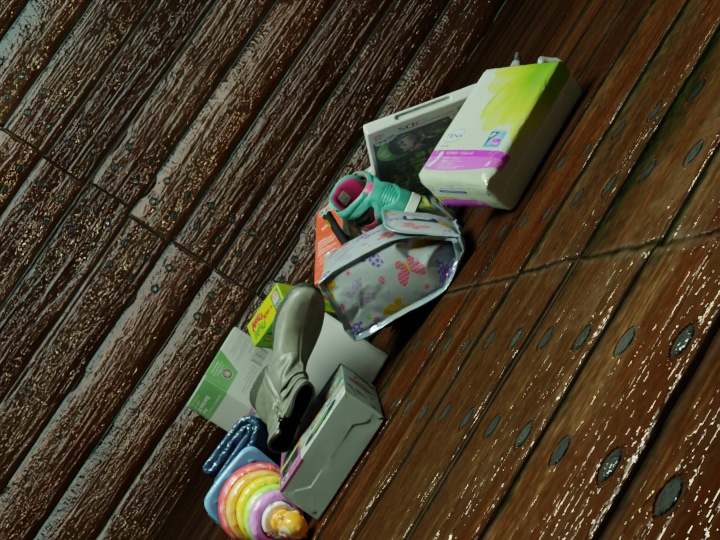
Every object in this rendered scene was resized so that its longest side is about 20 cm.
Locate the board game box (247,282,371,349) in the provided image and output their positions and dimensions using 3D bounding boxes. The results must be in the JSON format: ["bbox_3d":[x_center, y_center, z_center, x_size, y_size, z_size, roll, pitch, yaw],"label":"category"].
[{"bbox_3d":[-0.072,0.086,1.707,0.102,0.199,0.048,-54,43,29],"label":"board game box"}]

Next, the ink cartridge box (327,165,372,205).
[{"bbox_3d":[0.052,-0.171,1.735,0.200,0.050,0.161,-39,5,28],"label":"ink cartridge box"}]

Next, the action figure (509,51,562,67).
[{"bbox_3d":[0.198,-0.213,1.527,0.194,0.105,0.200,-47,6,-16],"label":"action figure"}]

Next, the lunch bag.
[{"bbox_3d":[0.050,-0.013,1.459,0.199,0.128,0.170,-27,11,9],"label":"lunch bag"}]

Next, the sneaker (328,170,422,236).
[{"bbox_3d":[0.005,-0.087,1.610,0.084,0.120,0.200,-66,8,-27],"label":"sneaker"}]

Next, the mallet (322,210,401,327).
[{"bbox_3d":[0.000,0.000,1.603,0.041,0.200,0.066,-30,-14,-20],"label":"mallet"}]

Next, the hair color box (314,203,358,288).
[{"bbox_3d":[-0.021,-0.024,1.721,0.061,0.101,0.201,-34,31,22],"label":"hair color box"}]

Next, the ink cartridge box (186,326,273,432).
[{"bbox_3d":[-0.164,0.210,1.738,0.088,0.199,0.146,-56,5,34],"label":"ink cartridge box"}]

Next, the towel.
[{"bbox_3d":[-0.134,0.268,1.480,0.112,0.048,0.200,-54,-28,-1],"label":"towel"}]

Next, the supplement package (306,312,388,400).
[{"bbox_3d":[-0.048,0.137,1.544,0.117,0.117,0.200,-57,5,-4],"label":"supplement package"}]

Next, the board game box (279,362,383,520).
[{"bbox_3d":[-0.039,0.209,1.326,0.148,0.064,0.200,-56,4,2],"label":"board game box"}]

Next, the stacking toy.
[{"bbox_3d":[-0.108,0.303,1.303,0.110,0.116,0.200,-52,18,-14],"label":"stacking toy"}]

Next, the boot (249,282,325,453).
[{"bbox_3d":[-0.080,0.128,1.360,0.201,0.067,0.131,-69,24,11],"label":"boot"}]

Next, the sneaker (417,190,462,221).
[{"bbox_3d":[0.125,-0.104,1.666,0.105,0.076,0.200,-34,22,-11],"label":"sneaker"}]

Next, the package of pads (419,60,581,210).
[{"bbox_3d":[0.179,-0.175,1.367,0.201,0.068,0.154,-57,30,-13],"label":"package of pads"}]

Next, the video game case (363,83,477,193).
[{"bbox_3d":[0.102,-0.185,1.584,0.181,0.023,0.200,-20,-28,-3],"label":"video game case"}]
